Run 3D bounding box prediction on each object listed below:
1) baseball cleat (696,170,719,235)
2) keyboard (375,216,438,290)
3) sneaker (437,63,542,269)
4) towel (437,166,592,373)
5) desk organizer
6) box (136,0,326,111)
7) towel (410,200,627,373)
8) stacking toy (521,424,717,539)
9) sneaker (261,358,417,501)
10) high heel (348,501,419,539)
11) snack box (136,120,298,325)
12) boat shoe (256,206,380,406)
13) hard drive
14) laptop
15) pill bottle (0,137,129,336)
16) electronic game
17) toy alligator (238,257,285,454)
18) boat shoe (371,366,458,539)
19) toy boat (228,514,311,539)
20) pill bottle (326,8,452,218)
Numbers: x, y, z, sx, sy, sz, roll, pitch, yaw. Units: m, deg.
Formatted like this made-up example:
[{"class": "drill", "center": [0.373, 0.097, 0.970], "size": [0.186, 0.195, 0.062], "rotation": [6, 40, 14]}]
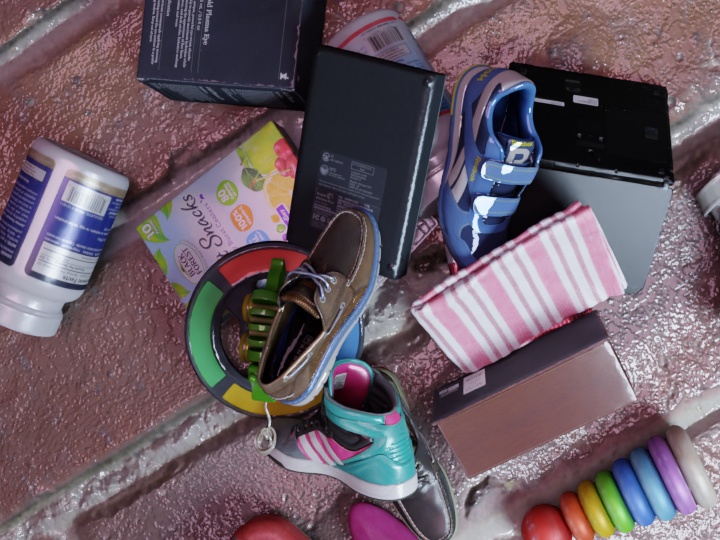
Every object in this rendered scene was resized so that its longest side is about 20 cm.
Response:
[{"class": "baseball cleat", "center": [0.385, -0.030, 0.859], "size": [0.105, 0.070, 0.203], "rotation": [21, 82, 16]}, {"class": "keyboard", "center": [0.000, 0.000, 0.944], "size": [0.056, 0.011, 0.200], "rotation": [44, 96, 8]}, {"class": "sneaker", "center": [0.125, -0.093, 0.798], "size": [0.073, 0.082, 0.205], "rotation": [-5, 101, -32]}, {"class": "towel", "center": [0.167, -0.002, 0.910], "size": [0.141, 0.023, 0.205], "rotation": [-13, 86, 10]}, {"class": "desk organizer", "center": [0.178, 0.130, 0.874], "size": [0.197, 0.072, 0.078], "rotation": [-29, 105, 14]}, {"class": "box", "center": [-0.135, -0.291, 0.930], "size": [0.178, 0.104, 0.205], "rotation": [7, 89, 11]}, {"class": "towel", "center": [0.159, 0.026, 0.834], "size": [0.198, 0.146, 0.030], "rotation": [-32, 48, 12]}, {"class": "stacking toy", "center": [0.255, 0.236, 0.864], "size": [0.197, 0.085, 0.087], "rotation": [-27, 84, 13]}, {"class": "sneaker", "center": [-0.029, 0.149, 0.859], "size": [0.197, 0.083, 0.124], "rotation": [8, 108, 37]}, {"class": "high heel", "center": [0.049, 0.334, 0.880], "size": [0.067, 0.096, 0.201], "rotation": [-41, 82, 6]}, {"class": "snack box", "center": [-0.132, -0.048, 0.946], "size": [0.198, 0.053, 0.144], "rotation": [-36, 83, 7]}, {"class": "boat shoe", "center": [-0.039, 0.030, 0.797], "size": [0.071, 0.072, 0.204], "rotation": [17, 84, 26]}, {"class": "hard drive", "center": [0.000, -0.109, 0.839], "size": [0.137, 0.033, 0.204], "rotation": [20, 110, 25]}, {"class": "laptop", "center": [0.228, -0.099, 0.889], "size": [0.173, 0.104, 0.204], "rotation": [8, 61, -2]}, {"class": "pill bottle", "center": [-0.351, -0.036, 0.952], "size": [0.114, 0.116, 0.203], "rotation": [25, 92, 9]}, {"class": "electronic game", "center": [-0.092, 0.067, 0.912], "size": [0.195, 0.042, 0.205], "rotation": [-1, 107, -3]}, {"class": "toy alligator", "center": [-0.097, 0.089, 0.851], "size": [0.058, 0.054, 0.205], "rotation": [5, 90, 15]}, {"class": "boat shoe", "center": [0.042, 0.203, 0.902], "size": [0.072, 0.065, 0.203], "rotation": [-29, 82, 9]}, {"class": "toy boat", "center": [-0.078, 0.363, 0.883], "size": [0.199, 0.131, 0.131], "rotation": [39, 95, 9]}, {"class": "pill bottle", "center": [0.045, -0.162, 0.887], "size": [0.108, 0.109, 0.202], "rotation": [-31, 80, 7]}]
